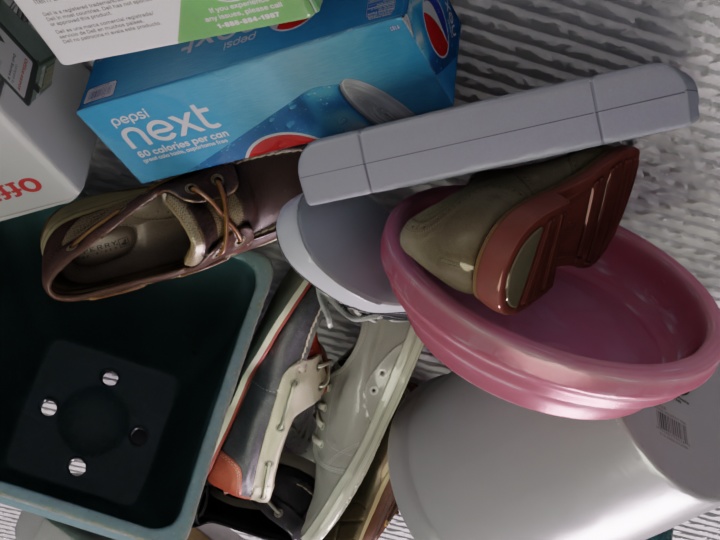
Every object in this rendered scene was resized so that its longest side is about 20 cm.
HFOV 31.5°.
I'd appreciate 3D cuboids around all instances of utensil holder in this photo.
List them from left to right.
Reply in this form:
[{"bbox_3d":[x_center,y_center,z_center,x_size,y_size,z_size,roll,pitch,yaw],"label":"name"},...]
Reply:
[{"bbox_3d":[0.145,0.115,0.879,0.170,0.171,0.200,28,137,-26],"label":"utensil holder"}]

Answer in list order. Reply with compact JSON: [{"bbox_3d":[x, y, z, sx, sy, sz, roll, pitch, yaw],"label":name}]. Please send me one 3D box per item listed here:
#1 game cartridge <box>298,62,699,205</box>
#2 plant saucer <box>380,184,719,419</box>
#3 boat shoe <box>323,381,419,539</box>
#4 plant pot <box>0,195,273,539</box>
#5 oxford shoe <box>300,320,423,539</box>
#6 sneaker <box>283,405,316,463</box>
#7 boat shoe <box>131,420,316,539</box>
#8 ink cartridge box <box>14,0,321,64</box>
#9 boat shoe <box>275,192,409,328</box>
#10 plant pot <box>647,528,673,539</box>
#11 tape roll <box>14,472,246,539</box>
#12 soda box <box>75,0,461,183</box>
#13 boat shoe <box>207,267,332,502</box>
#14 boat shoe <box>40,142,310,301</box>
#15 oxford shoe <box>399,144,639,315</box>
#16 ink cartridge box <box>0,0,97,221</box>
[{"bbox_3d":[0.074,-0.072,0.669,0.199,0.042,0.133,-11,180,18],"label":"game cartridge"},{"bbox_3d":[0.104,0.019,0.722,0.199,0.201,0.051,14,118,-8],"label":"plant saucer"},{"bbox_3d":[0.006,0.178,1.005,0.067,0.072,0.201,13,108,-42],"label":"boat shoe"},{"bbox_3d":[-0.186,0.081,0.873,0.195,0.197,0.200,18,159,-3],"label":"plant pot"},{"bbox_3d":[-0.007,0.104,0.915,0.058,0.075,0.201,23,105,3],"label":"oxford shoe"},{"bbox_3d":[-0.059,0.137,1.020,0.199,0.075,0.099,29,140,-27],"label":"sneaker"},{"bbox_3d":[-0.127,0.166,0.979,0.199,0.063,0.073,8,141,14],"label":"boat shoe"},{"bbox_3d":[-0.114,-0.198,0.563,0.144,0.084,0.200,-6,142,21],"label":"ink cartridge box"},{"bbox_3d":[0.000,-0.003,0.788,0.068,0.074,0.199,-18,167,29],"label":"boat shoe"},{"bbox_3d":[0.153,0.250,1.051,0.195,0.201,0.201,6,145,15],"label":"plant pot"},{"bbox_3d":[-0.161,0.212,0.961,0.202,0.037,0.203,24,-177,-1],"label":"tape roll"},{"bbox_3d":[-0.050,-0.110,0.691,0.199,0.064,0.068,-11,140,25],"label":"soda box"},{"bbox_3d":[-0.054,0.076,0.890,0.062,0.071,0.201,25,110,-6],"label":"boat shoe"},{"bbox_3d":[-0.095,-0.028,0.755,0.199,0.072,0.072,-17,115,-1],"label":"boat shoe"},{"bbox_3d":[0.094,-0.039,0.697,0.075,0.200,0.071,23,115,26],"label":"oxford shoe"},{"bbox_3d":[-0.258,-0.115,0.706,0.145,0.084,0.200,-11,140,24],"label":"ink cartridge box"}]
